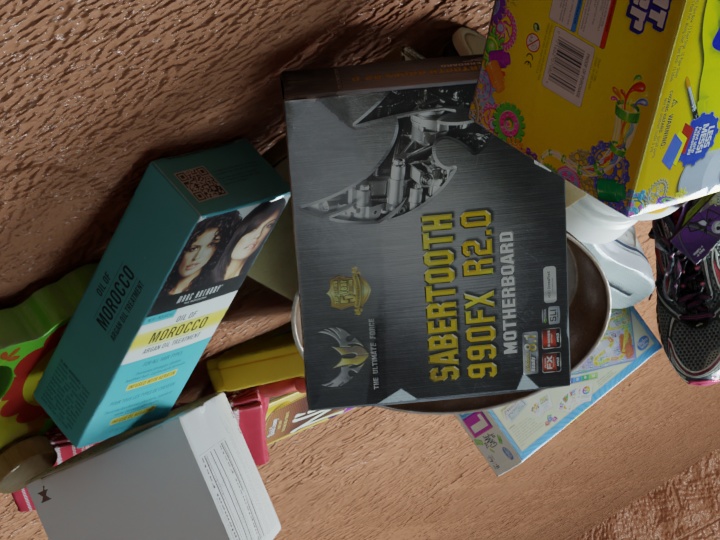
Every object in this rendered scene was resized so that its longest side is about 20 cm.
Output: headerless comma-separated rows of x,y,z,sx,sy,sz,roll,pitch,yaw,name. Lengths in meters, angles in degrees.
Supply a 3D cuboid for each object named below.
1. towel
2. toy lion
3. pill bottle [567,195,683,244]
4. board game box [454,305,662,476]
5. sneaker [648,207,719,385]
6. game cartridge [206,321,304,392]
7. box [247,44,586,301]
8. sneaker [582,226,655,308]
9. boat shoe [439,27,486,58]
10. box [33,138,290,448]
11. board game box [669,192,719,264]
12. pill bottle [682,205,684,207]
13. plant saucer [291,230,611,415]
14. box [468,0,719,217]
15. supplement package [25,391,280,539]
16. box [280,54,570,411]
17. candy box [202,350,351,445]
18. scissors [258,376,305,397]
-0.163,0.133,1.654,0.199,0.023,0.145,-11,157,-6,towel
-0.210,0.061,1.407,0.192,0.069,0.200,-44,159,22,toy lion
0.199,-0.104,1.506,0.113,0.113,0.200,-17,159,-38,pill bottle
0.136,0.055,1.755,0.200,0.135,0.034,-33,177,-42,board game box
0.262,-0.007,1.791,0.080,0.201,0.075,-7,173,26,sneaker
0.009,0.037,1.587,0.176,0.033,0.200,-14,-177,31,game cartridge
0.015,-0.040,1.372,0.163,0.021,0.200,30,129,-33,box
0.155,-0.032,1.733,0.073,0.071,0.200,-32,143,20,sneaker
0.086,-0.086,1.405,0.066,0.075,0.199,-33,155,13,boat shoe
-0.120,0.015,1.343,0.082,0.049,0.200,-18,147,-47,box
0.283,-0.095,1.464,0.200,0.032,0.120,-48,-177,19,board game box
0.297,-0.118,1.631,0.114,0.114,0.200,-23,163,-21,pill bottle
0.055,0.017,1.398,0.200,0.035,0.201,-3,139,-2,plant saucer
0.182,-0.158,1.166,0.192,0.122,0.200,-17,129,-40,box
-0.133,0.158,1.484,0.113,0.110,0.200,-23,180,5,supplement package
0.039,-0.022,1.290,0.158,0.201,0.048,-5,-155,-4,box
-0.024,0.076,1.765,0.200,0.057,0.117,-20,162,-24,candy box
0.001,0.062,1.605,0.073,0.014,0.200,-15,-178,34,scissors
